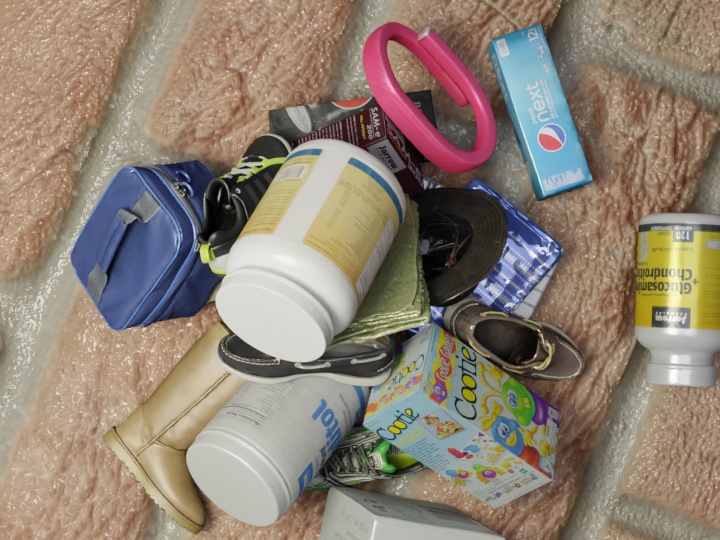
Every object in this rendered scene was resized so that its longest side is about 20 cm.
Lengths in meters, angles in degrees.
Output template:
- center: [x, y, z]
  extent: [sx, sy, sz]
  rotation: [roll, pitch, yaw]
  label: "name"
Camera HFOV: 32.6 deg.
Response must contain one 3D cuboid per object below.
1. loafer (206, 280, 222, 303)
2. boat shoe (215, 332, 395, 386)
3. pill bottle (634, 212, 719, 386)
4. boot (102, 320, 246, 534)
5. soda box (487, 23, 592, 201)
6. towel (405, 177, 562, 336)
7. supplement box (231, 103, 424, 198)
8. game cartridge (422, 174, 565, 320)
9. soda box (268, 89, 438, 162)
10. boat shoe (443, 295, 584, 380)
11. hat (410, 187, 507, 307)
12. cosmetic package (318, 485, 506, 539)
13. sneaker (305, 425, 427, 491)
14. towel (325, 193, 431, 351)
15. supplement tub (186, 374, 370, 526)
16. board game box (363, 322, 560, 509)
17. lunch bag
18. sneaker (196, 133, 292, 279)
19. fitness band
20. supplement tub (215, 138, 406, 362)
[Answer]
- center: [-0.096, 0.042, 1.477]
  extent: [0.199, 0.076, 0.069]
  rotation: [5, 82, 0]
  label: "loafer"
- center: [-0.059, 0.086, 1.361]
  extent: [0.199, 0.060, 0.074]
  rotation: [7, 49, -4]
  label: "boat shoe"
- center: [0.384, 0.035, 1.458]
  extent: [0.112, 0.112, 0.201]
  rotation: [2, 88, 0]
  label: "pill bottle"
- center: [-0.186, 0.190, 1.478]
  extent: [0.200, 0.066, 0.175]
  rotation: [-42, 89, -2]
  label: "boot"
- center: [0.216, -0.189, 1.487]
  extent: [0.064, 0.068, 0.201]
  rotation: [-17, 88, 0]
  label: "soda box"
- center: [0.129, 0.006, 1.473]
  extent: [0.145, 0.024, 0.200]
  rotation: [40, 89, 2]
  label: "towel"
- center: [-0.038, -0.105, 1.435]
  extent: [0.200, 0.109, 0.061]
  rotation: [-22, 47, 17]
  label: "supplement box"
- center: [0.133, -0.015, 1.500]
  extent: [0.200, 0.038, 0.130]
  rotation: [28, 93, 1]
  label: "game cartridge"
- center: [-0.007, -0.163, 1.480]
  extent: [0.199, 0.063, 0.071]
  rotation: [-7, 67, -1]
  label: "soda box"
- center: [0.190, 0.089, 1.445]
  extent: [0.200, 0.060, 0.072]
  rotation: [25, 97, -28]
  label: "boat shoe"
- center: [0.083, -0.010, 1.422]
  extent: [0.200, 0.081, 0.201]
  rotation: [-14, 47, 15]
  label: "hat"
- center: [0.043, 0.371, 1.401]
  extent: [0.166, 0.167, 0.201]
  rotation: [13, 87, -19]
  label: "cosmetic package"
- center: [0.002, 0.217, 1.467]
  extent: [0.199, 0.085, 0.078]
  rotation: [-13, 88, 0]
  label: "sneaker"
- center: [0.000, 0.000, 1.361]
  extent: [0.148, 0.037, 0.200]
  rotation: [-11, 47, 7]
  label: "towel"
- center: [-0.090, 0.177, 1.405]
  extent: [0.132, 0.132, 0.200]
  rotation: [39, 53, 1]
  label: "supplement tub"
- center: [0.119, 0.169, 1.410]
  extent: [0.200, 0.105, 0.103]
  rotation: [35, 44, -20]
  label: "board game box"
- center: [-0.234, -0.031, 1.403]
  extent: [0.136, 0.132, 0.200]
  rotation: [50, 125, 20]
  label: "lunch bag"
- center: [-0.126, -0.084, 1.339]
  extent: [0.072, 0.083, 0.200]
  rotation: [-6, 52, 27]
  label: "sneaker"
- center: [0.083, -0.203, 1.427]
  extent: [0.037, 0.144, 0.200]
  rotation: [-29, 114, 39]
  label: "fitness band"
- center: [-0.051, -0.021, 1.271]
  extent: [0.144, 0.145, 0.200]
  rotation: [28, 58, 1]
  label: "supplement tub"
